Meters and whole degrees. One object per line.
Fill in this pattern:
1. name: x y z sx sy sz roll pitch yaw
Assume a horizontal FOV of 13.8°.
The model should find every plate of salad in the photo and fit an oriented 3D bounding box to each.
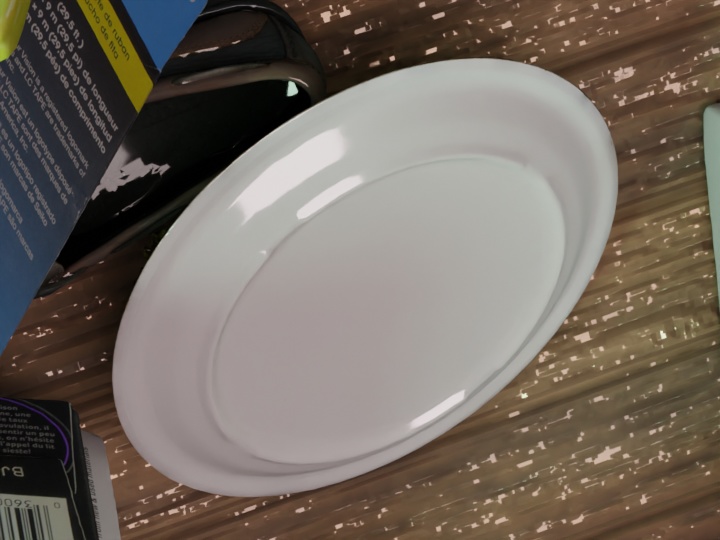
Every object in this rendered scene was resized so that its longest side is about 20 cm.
1. plate of salad: 0.000 0.000 1.041 0.200 0.048 0.200 -21 141 -18

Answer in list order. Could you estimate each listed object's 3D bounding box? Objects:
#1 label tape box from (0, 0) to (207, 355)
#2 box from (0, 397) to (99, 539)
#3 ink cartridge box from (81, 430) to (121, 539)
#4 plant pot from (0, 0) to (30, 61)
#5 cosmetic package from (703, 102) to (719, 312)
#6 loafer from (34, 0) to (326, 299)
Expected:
1. label tape box: -0.135 -0.077 0.916 0.063 0.200 0.144 -8 126 29
2. box: -0.155 0.147 0.925 0.122 0.106 0.200 4 121 -15
3. ink cartridge box: -0.202 0.101 1.000 0.200 0.083 0.145 20 116 -23
4. plant pot: -0.171 -0.155 0.734 0.199 0.200 0.182 -2 151 22
5. cosmetic package: 0.251 0.018 1.074 0.199 0.167 0.167 -12 111 -11
6. loafer: -0.103 -0.031 1.007 0.200 0.063 0.072 -30 115 -5
